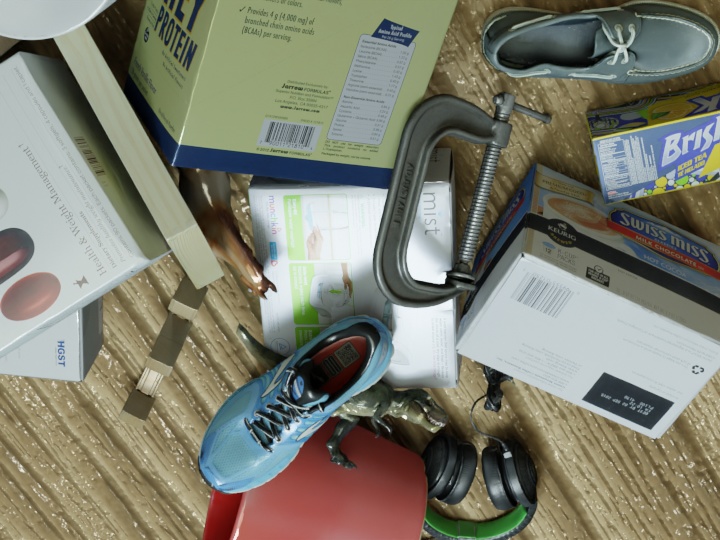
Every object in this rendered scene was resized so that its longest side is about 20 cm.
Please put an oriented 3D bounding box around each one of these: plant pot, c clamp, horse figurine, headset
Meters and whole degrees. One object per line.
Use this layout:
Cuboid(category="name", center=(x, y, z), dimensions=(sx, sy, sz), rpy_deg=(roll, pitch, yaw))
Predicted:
Cuboid(category="plant pot", center=(-0.042, 0.223, 1.227), dimensions=(0.177, 0.201, 0.201), rpy_deg=(15, 116, -13))
Cuboid(category="c clamp", center=(0.084, -0.059, 1.064), dimensions=(0.171, 0.027, 0.201), rpy_deg=(20, 88, -46))
Cuboid(category="horse figurine", center=(-0.136, -0.072, 1.116), dimensions=(0.050, 0.132, 0.201), rpy_deg=(-16, 99, -21))
Cuboid(category="headset", center=(0.115, 0.185, 1.262), dimensions=(0.123, 0.094, 0.201), rpy_deg=(5, 131, -2))

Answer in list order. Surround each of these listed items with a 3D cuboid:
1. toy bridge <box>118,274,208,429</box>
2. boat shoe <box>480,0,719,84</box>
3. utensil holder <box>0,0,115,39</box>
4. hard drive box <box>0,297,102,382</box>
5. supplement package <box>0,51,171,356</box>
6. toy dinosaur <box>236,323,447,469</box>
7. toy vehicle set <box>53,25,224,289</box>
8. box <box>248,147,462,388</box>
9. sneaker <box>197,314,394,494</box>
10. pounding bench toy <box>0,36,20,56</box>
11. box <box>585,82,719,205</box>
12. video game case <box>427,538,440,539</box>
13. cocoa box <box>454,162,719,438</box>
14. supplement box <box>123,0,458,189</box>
Cuboid(category="toy bridge", center=(-0.179, 0.067, 1.216), dimensions=(0.027, 0.067, 0.200), rpy_deg=(26, 133, -6))
Cuboid(category="boat shoe", center=(0.200, -0.183, 1.074), dimensions=(0.199, 0.062, 0.073), rpy_deg=(3, 115, 4))
Cuboid(category="utensil holder", center=(-0.231, -0.277, 0.993), dimensions=(0.169, 0.200, 0.171), rpy_deg=(2, 116, 4))
Cuboid(category="hard drive box", center=(-0.347, 0.011, 1.205), dimensions=(0.199, 0.077, 0.156), rpy_deg=(6, 115, 2))
Cuboid(category="supplement package", center=(-0.292, -0.043, 1.064), dimensions=(0.200, 0.147, 0.192), rpy_deg=(-32, 94, 5))
Cuboid(category="toy dinosaur", center=(-0.027, 0.122, 1.139), dimensions=(0.199, 0.047, 0.088), rpy_deg=(20, 87, 0))
Cuboid(category="toy vehicle set", center=(-0.176, -0.090, 1.036), dimensions=(0.026, 0.124, 0.200), rpy_deg=(-30, 73, -6))
Cuboid(category="box", center=(0.000, 0.000, 1.158), dimensions=(0.176, 0.097, 0.201), rpy_deg=(-2, 114, 6))
Cuboid(category="sneaker", center=(-0.058, 0.104, 1.075), dimensions=(0.200, 0.090, 0.078), rpy_deg=(-43, 83, -6))
Cuboid(category="pounding bench toy", center=(-0.396, -0.201, 1.081), dimensions=(0.200, 0.124, 0.156), rpy_deg=(-26, 111, 42))
Cuboid(category="box", center=(0.295, -0.116, 1.092), dimensions=(0.199, 0.070, 0.065), rpy_deg=(-11, 115, 10))
Cuboid(category="video game case", center=(0.023, 0.381, 1.376), dimensions=(0.199, 0.023, 0.183), rpy_deg=(-17, 112, 13))
Cuboid(category="cocoa box", center=(0.203, 0.026, 1.119), dimensions=(0.199, 0.131, 0.134), rpy_deg=(24, 132, -6))
Cuboid(category="supplement box", center=(-0.054, -0.190, 1.011), dimensions=(0.199, 0.134, 0.200), rpy_deg=(4, 119, -31))
